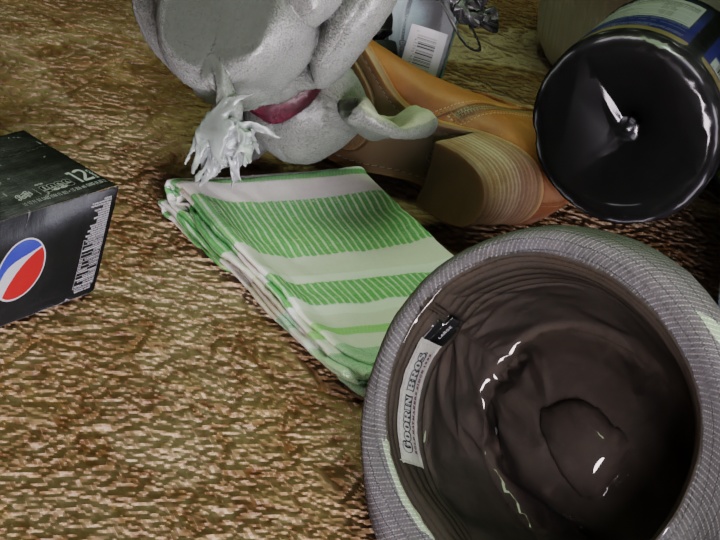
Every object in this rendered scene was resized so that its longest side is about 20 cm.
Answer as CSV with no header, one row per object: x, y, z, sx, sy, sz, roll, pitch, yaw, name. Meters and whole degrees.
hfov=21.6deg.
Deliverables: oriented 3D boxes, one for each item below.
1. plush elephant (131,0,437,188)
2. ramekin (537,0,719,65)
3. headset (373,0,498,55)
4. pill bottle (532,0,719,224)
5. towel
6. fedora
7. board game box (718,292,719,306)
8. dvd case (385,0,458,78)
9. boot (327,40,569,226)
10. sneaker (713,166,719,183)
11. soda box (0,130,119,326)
-0.041,-0.127,1.064,0.163,0.202,0.155,2,-12,20,plush elephant
0.227,-0.195,1.434,0.198,0.106,0.201,14,26,-7,ramekin
-0.005,-0.181,1.229,0.198,0.125,0.094,15,7,19,headset
0.178,-0.106,1.143,0.111,0.113,0.200,22,22,12,pill bottle
0.000,0.000,1.021,0.151,0.024,0.200,-6,34,-38,towel
0.094,0.078,0.812,0.200,0.178,0.090,39,5,38,fedora
0.296,-0.021,1.036,0.198,0.201,0.043,8,-8,-17,board game box
-0.022,-0.216,1.290,0.198,0.147,0.022,17,17,4,dvd case
0.055,-0.100,1.177,0.199,0.077,0.155,35,28,28,boot
0.232,-0.102,1.295,0.198,0.071,0.083,14,32,2,sneaker
-0.206,-0.006,0.870,0.070,0.064,0.199,29,28,26,soda box
